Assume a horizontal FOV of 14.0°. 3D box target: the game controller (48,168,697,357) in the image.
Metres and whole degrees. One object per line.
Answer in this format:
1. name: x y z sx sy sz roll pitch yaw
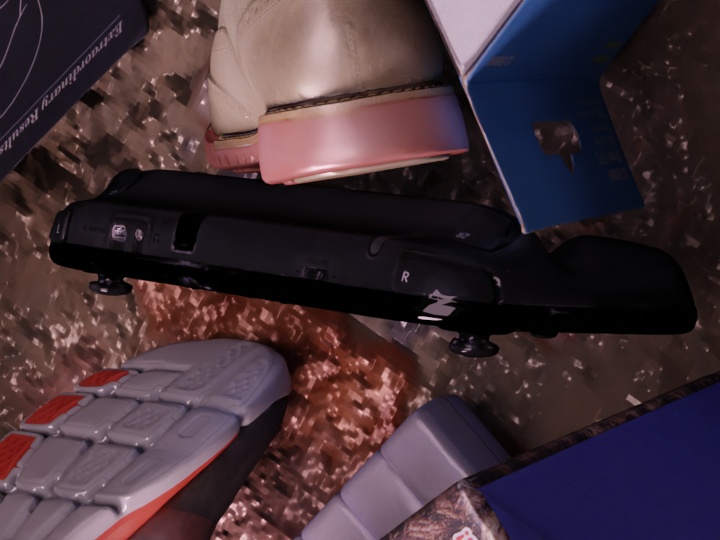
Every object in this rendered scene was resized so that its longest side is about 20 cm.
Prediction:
1. game controller: 0.000 0.000 0.835 0.200 0.104 0.042 9 86 50

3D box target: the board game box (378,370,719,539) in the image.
1. board game box: 0.022 0.130 0.786 0.200 0.159 0.097 -39 78 29

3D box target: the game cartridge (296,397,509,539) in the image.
1. game cartridge: 0.052 0.151 0.892 0.130 0.038 0.200 -46 75 24

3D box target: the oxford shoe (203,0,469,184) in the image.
1. oxford shoe: -0.009 -0.066 0.820 0.071 0.200 0.074 -10 95 -10

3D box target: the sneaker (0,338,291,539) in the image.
1. sneaker: -0.088 0.105 0.912 0.077 0.200 0.082 15 144 48

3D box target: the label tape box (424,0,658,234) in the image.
1. label tape box: 0.046 -0.116 0.788 0.063 0.144 0.200 -26 86 18

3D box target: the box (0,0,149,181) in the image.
1. box: -0.160 -0.105 0.858 0.107 0.148 0.200 30 154 23
